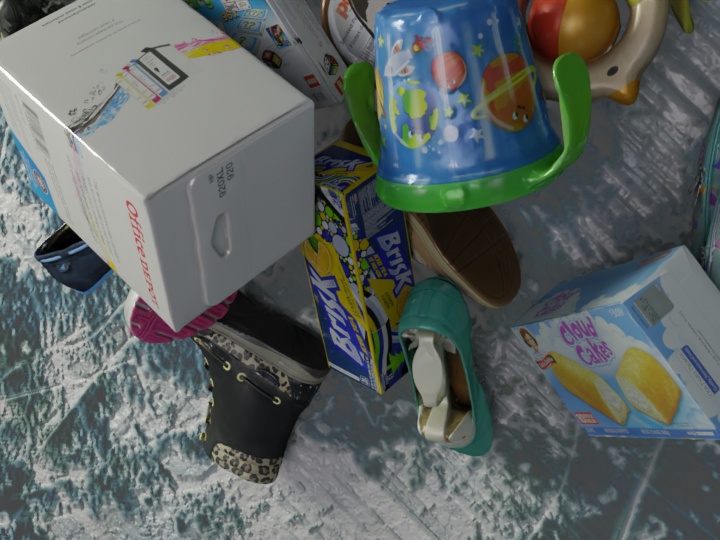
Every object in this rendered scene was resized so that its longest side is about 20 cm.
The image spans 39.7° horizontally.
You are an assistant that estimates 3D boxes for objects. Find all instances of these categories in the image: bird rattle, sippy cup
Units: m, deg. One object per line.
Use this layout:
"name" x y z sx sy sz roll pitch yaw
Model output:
"bird rattle" 0.152 -0.205 0.713 0.198 0.113 0.165 16 93 11
"sippy cup" 0.066 -0.124 0.687 0.176 0.140 0.132 -8 110 12

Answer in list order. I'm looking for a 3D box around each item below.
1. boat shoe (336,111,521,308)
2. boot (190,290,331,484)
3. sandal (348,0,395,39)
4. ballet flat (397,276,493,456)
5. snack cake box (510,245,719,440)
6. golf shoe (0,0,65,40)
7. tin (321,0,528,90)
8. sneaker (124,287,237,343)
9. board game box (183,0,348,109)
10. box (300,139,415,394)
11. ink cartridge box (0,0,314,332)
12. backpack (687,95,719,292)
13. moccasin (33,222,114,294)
"boat shoe" 0.055 -0.045 0.843 0.200 0.071 0.065 49 149 4
"boot" -0.137 0.099 0.948 0.202 0.073 0.155 28 116 12
"sandal" 0.066 -0.163 0.764 0.082 0.055 0.201 -37 92 25
"ballet flat" 0.066 0.101 0.839 0.067 0.071 0.201 6 129 27
"snack cake box" 0.202 0.059 0.744 0.067 0.200 0.115 -39 91 -15
"golf shoe" -0.307 -0.217 0.874 0.094 0.078 0.200 43 154 1
"tin" 0.057 -0.185 0.811 0.199 0.042 0.112 36 110 7
"sneaker" -0.142 -0.026 0.883 0.088 0.081 0.201 24 75 50
"board game box" -0.114 -0.176 0.817 0.199 0.035 0.127 -5 131 41
"box" 0.000 0.000 0.827 0.070 0.064 0.201 23 136 40
"ink cartridge box" -0.148 -0.091 0.738 0.200 0.144 0.148 40 151 26
"backpack" 0.321 -0.054 0.693 0.174 0.153 0.202 6 101 24
"moccasin" -0.230 -0.043 0.888 0.068 0.081 0.200 30 127 -26
